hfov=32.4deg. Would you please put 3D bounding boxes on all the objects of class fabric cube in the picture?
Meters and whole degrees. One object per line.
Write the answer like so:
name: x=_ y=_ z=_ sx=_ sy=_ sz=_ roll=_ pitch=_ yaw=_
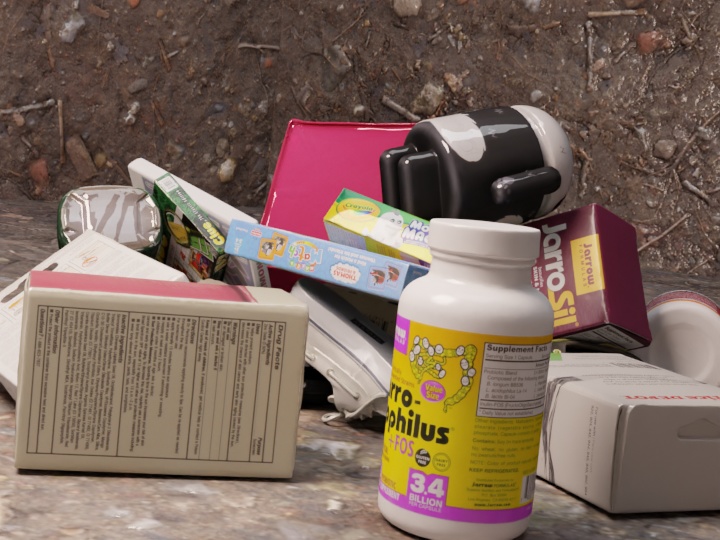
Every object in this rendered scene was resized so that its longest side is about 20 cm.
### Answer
fabric cube: x=0.013 y=-0.040 z=1.439 sx=0.195 sy=0.201 sz=0.200 roll=5 pitch=-26 yaw=23

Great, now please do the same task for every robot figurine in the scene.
robot figurine: x=0.120 y=-0.098 z=1.256 sx=0.199 sy=0.125 sz=0.151 roll=-13 pitch=57 yaw=-24

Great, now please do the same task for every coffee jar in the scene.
coffee jar: x=-0.266 y=-0.002 z=1.285 sx=0.104 sy=0.086 sz=0.200 roll=-1 pitch=-31 yaw=-17

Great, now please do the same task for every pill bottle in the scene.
pill bottle: x=0.071 y=0.069 z=0.816 sx=0.104 sy=0.201 sz=0.104 roll=6 pitch=6 yaw=-1
pill bottle: x=0.364 y=0.081 z=1.400 sx=0.112 sy=0.114 sz=0.200 roll=7 pitch=7 yaw=14

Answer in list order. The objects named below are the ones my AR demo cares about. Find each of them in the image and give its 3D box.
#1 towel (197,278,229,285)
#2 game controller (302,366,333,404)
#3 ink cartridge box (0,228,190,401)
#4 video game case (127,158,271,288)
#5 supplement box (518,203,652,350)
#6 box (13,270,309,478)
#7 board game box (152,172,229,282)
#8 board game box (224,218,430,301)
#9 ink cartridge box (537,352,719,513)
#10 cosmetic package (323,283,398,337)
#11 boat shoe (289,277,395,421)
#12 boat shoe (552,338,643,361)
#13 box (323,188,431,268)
towel: x=-0.145 y=0.053 z=1.130 sx=0.132 sy=0.035 sz=0.200 roll=15 pitch=18 yaw=27
game controller: x=-0.110 y=0.096 z=1.153 sx=0.199 sy=0.042 sz=0.104 roll=5 pitch=6 yaw=-13
ink cartridge box: x=-0.246 y=0.043 z=1.058 sx=0.161 sy=0.050 sz=0.200 roll=-38 pitch=29 yaw=-22
video game case: x=-0.162 y=-0.007 z=1.299 sx=0.023 sy=0.183 sz=0.200 roll=-34 pitch=44 yaw=-31
supplement box: x=0.185 y=0.028 z=1.289 sx=0.199 sy=0.132 sz=0.103 roll=-18 pitch=-25 yaw=33
box: x=-0.148 y=0.074 z=0.907 sx=0.199 sy=0.129 sz=0.109 roll=5 pitch=5 yaw=-15
board game box: x=-0.187 y=-0.005 z=1.294 sx=0.023 sy=0.200 sz=0.105 roll=-31 pitch=70 yaw=-30
board game box: x=0.000 y=0.000 z=1.114 sx=0.199 sy=0.037 sz=0.151 roll=14 pitch=-1 yaw=36
ink cartridge box: x=0.204 y=0.124 z=0.986 sx=0.145 sy=0.085 sz=0.200 roll=3 pitch=6 yaw=-23
cosmetic package: x=-0.003 y=0.060 z=1.254 sx=0.103 sy=0.074 sz=0.200 roll=15 pitch=-4 yaw=-2
boat shoe: x=-0.001 y=0.100 z=1.079 sx=0.202 sy=0.086 sz=0.075 roll=39 pitch=19 yaw=15
boat shoe: x=0.191 y=0.098 z=1.204 sx=0.200 sy=0.072 sz=0.061 roll=4 pitch=-24 yaw=-33
box: x=0.066 y=-0.002 z=1.211 sx=0.199 sy=0.048 sz=0.118 roll=25 pitch=-23 yaw=21
